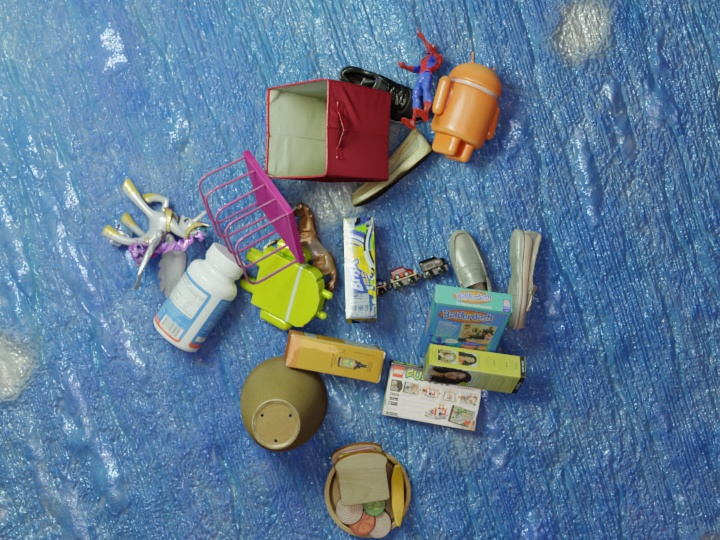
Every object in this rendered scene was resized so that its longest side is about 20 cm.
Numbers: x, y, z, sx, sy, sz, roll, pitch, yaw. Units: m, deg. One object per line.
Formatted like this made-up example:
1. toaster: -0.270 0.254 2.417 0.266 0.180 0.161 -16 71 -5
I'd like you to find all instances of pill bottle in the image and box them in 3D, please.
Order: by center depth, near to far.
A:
1. pill bottle: -0.315 0.051 1.648 0.111 0.112 0.201 37 97 -2

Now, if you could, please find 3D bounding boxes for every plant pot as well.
1. plant pot: -0.156 0.279 1.627 0.182 0.200 0.191 0 93 -2

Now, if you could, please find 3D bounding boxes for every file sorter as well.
1. file sorter: -0.212 -0.097 1.576 0.124 0.140 0.201 -27 52 -14

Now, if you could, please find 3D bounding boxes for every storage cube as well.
1. storage cube: -0.059 -0.257 1.576 0.197 0.178 0.175 4 94 43

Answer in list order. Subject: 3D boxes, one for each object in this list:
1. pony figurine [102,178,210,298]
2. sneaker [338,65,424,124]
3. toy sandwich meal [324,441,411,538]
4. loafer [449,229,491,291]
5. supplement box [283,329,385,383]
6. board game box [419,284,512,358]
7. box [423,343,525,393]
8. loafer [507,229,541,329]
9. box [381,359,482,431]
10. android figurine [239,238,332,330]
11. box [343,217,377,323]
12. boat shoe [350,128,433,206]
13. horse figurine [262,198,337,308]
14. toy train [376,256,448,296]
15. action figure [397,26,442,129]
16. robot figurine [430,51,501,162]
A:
1. pony figurine: -0.408 -0.060 1.640 0.197 0.166 0.196 26 92 15
2. sneaker: 0.046 -0.349 1.651 0.196 0.088 0.077 20 92 -2
3. toy sandwich meal: 0.015 0.456 1.702 0.200 0.070 0.211 0 93 -1
4. loafer: 0.231 0.015 1.682 0.069 0.070 0.204 -20 93 -1
5. supplement box: -0.053 0.173 1.674 0.195 0.069 0.068 12 93 -10
6. board game box: 0.204 0.112 1.633 0.148 0.202 0.046 8 53 -2
7. box: 0.228 0.198 1.663 0.195 0.076 0.051 7 55 -2
8. loafer: 0.338 0.019 1.688 0.061 0.072 0.205 2 90 -8
9. box: 0.149 0.259 1.712 0.195 0.035 0.113 11 93 -1
10. android figurine: -0.147 0.033 1.657 0.197 0.041 0.186 23 112 17
11. box: 0.000 0.000 1.656 0.063 0.070 0.205 -1 79 2
12. boat shoe: 0.054 -0.205 1.670 0.199 0.073 0.064 -38 86 -2
13. horse figurine: -0.108 -0.025 1.687 0.132 0.050 0.202 -37 91 7
14. toy train: 0.084 0.015 1.698 0.196 0.034 0.047 -20 90 0
15. action figure: 0.109 -0.387 1.622 0.099 0.065 0.203 38 51 -29
16. robot figurine: 0.212 -0.321 1.644 0.141 0.117 0.204 20 93 1
